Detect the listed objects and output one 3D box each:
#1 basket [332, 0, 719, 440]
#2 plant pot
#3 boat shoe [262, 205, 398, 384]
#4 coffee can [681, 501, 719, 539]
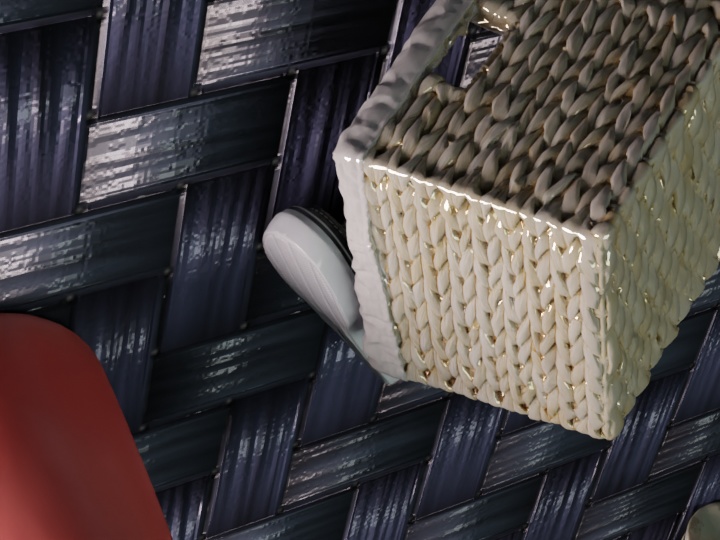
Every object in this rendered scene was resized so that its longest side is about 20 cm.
[{"bbox_3d":[0.106,-0.043,1.122,0.199,0.160,0.201,-54,153,-30],"label":"basket"},{"bbox_3d":[-0.190,0.152,1.090,0.199,0.177,0.202,-24,140,-22],"label":"plant pot"},{"bbox_3d":[0.000,0.000,1.211,0.071,0.072,0.200,-48,154,-6],"label":"boat shoe"},{"bbox_3d":[0.312,0.322,1.747,0.145,0.146,0.201,-8,132,-37],"label":"coffee can"}]
